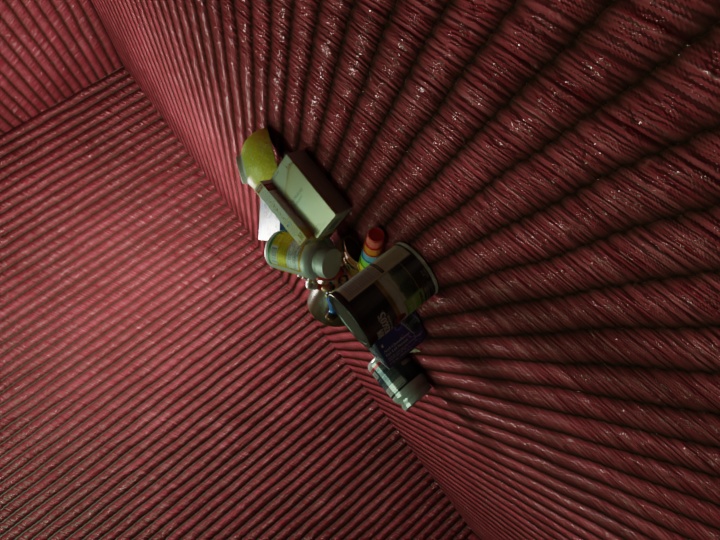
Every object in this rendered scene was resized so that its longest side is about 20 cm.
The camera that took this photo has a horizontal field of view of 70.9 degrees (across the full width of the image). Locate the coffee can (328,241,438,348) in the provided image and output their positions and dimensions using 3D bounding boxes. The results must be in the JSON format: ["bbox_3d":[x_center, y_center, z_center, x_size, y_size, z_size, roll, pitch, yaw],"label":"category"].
[{"bbox_3d":[0.050,0.052,1.115,0.146,0.200,0.146,48,166,16],"label":"coffee can"}]

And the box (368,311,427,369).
[{"bbox_3d":[0.070,0.138,1.376,0.104,0.148,0.200,32,155,56],"label":"box"}]

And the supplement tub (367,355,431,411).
[{"bbox_3d":[0.135,0.365,1.738,0.200,0.140,0.140,49,166,17],"label":"supplement tub"}]

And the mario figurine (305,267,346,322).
[{"bbox_3d":[-0.086,0.074,1.466,0.106,0.123,0.201,-116,11,-56],"label":"mario figurine"}]

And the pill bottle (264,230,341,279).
[{"bbox_3d":[-0.155,-0.040,1.385,0.199,0.113,0.113,15,146,33],"label":"pill bottle"}]

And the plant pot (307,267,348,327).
[{"bbox_3d":[-0.067,0.049,1.608,0.187,0.187,0.200,48,149,21],"label":"plant pot"}]

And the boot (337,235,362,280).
[{"bbox_3d":[0.000,0.000,1.430,0.200,0.074,0.155,49,163,7],"label":"boot"}]

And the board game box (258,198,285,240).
[{"bbox_3d":[-0.275,-0.195,1.633,0.199,0.043,0.201,10,97,59],"label":"board game box"}]

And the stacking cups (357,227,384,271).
[{"bbox_3d":[0.025,-0.049,1.250,0.061,0.060,0.200,49,165,16],"label":"stacking cups"}]

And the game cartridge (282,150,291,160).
[{"bbox_3d":[-0.150,-0.231,1.429,0.133,0.040,0.200,48,166,34],"label":"game cartridge"}]

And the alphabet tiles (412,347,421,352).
[{"bbox_3d":[0.084,0.227,1.590,0.195,0.015,0.200,20,164,-10],"label":"alphabet tiles"}]

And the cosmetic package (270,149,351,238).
[{"bbox_3d":[-0.126,-0.194,1.279,0.200,0.073,0.104,50,130,8],"label":"cosmetic package"}]

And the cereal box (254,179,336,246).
[{"bbox_3d":[-0.169,-0.161,1.336,0.200,0.144,0.040,50,122,9],"label":"cereal box"}]

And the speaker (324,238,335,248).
[{"bbox_3d":[-0.151,-0.113,1.474,0.200,0.088,0.088,57,166,-17],"label":"speaker"}]

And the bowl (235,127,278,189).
[{"bbox_3d":[-0.296,-0.300,1.448,0.200,0.107,0.201,166,90,-81],"label":"bowl"}]

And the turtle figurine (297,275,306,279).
[{"bbox_3d":[-0.174,-0.076,1.601,0.150,0.100,0.201,-116,25,-82],"label":"turtle figurine"}]
